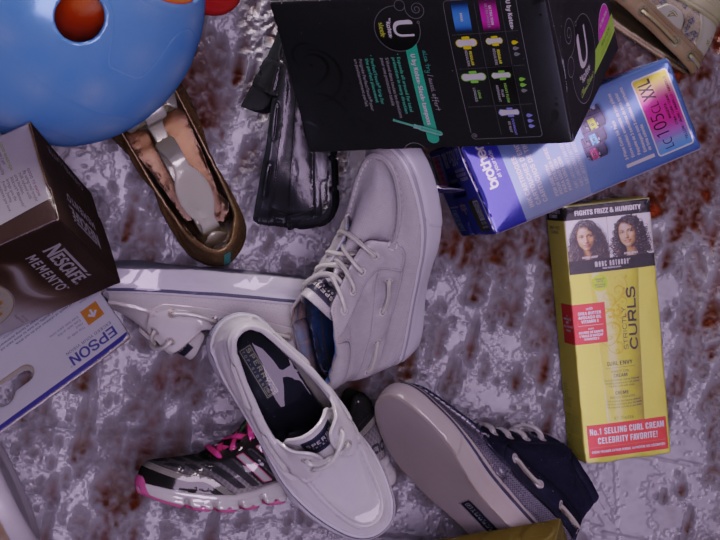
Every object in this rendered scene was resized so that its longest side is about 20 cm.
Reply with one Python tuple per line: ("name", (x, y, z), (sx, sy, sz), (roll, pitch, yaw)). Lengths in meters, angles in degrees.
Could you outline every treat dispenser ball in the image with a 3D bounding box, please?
("treat dispenser ball", (-0.206, -0.185, 1.283), (0.200, 0.201, 0.201), (-1, 94, -9))

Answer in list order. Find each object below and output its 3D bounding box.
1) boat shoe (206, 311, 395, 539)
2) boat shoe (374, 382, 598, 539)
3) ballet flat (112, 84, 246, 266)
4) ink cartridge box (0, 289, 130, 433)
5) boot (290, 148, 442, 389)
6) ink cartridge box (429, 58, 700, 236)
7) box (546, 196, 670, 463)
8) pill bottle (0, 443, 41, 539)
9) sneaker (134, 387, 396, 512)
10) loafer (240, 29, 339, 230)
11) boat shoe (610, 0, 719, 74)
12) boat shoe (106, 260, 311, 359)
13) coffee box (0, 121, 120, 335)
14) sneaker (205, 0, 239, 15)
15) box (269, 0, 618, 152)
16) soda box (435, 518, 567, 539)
("boat shoe", (-0.041, 0.118, 1.350), (0.074, 0.065, 0.200), (-42, 103, -9))
("boat shoe", (0.098, 0.142, 1.436), (0.200, 0.075, 0.093), (51, 53, -15))
("ballet flat", (-0.144, -0.092, 1.388), (0.068, 0.072, 0.200), (-28, 97, -8))
("ink cartridge box", (-0.284, 0.040, 1.339), (0.199, 0.041, 0.200), (-36, 63, -3))
("boot", (0.000, 0.000, 1.369), (0.095, 0.073, 0.200), (-27, 132, -36))
("ink cartridge box", (0.134, -0.083, 1.399), (0.200, 0.136, 0.077), (-24, 93, -7))
("box", (0.192, 0.045, 1.460), (0.075, 0.050, 0.201), (-5, 95, -9))
("pill bottle", (-0.342, 0.194, 1.353), (0.200, 0.116, 0.116), (-25, 97, -7))
("sneaker", (-0.072, 0.130, 1.414), (0.199, 0.074, 0.088), (-5, 95, -13))
("loafer", (-0.055, -0.131, 1.401), (0.070, 0.068, 0.201), (-2, 90, 5))
("boat shoe", (0.184, -0.215, 1.430), (0.200, 0.073, 0.063), (22, 87, -10))
("boat shoe", (-0.133, 0.031, 1.402), (0.199, 0.071, 0.070), (5, 93, -15))
("coffee box", (-0.281, -0.005, 1.269), (0.200, 0.114, 0.080), (-24, 64, 5))
("sneaker", (-0.129, -0.262, 1.346), (0.077, 0.085, 0.200), (-33, 128, -16))
("box", (0.063, -0.172, 1.322), (0.199, 0.149, 0.125), (-1, 123, 23))
("soda box", (0.061, 0.243, 1.395), (0.200, 0.068, 0.064), (-12, 113, 20))
